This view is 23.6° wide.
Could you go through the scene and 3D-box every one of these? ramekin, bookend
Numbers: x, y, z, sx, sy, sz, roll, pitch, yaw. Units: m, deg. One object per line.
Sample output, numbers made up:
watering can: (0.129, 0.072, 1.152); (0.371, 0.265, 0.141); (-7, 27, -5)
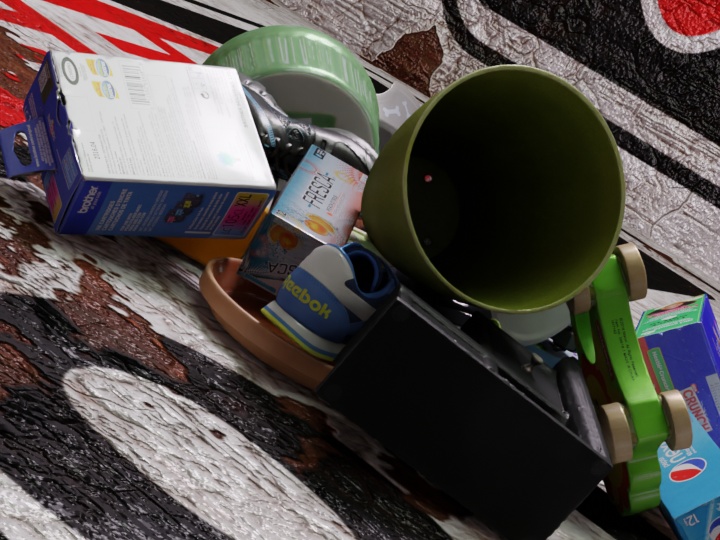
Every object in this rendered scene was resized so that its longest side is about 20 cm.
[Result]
ramekin: (-0.074, -0.131, 1.697); (0.200, 0.200, 0.098); (26, 20, -18)
bookend: (0.073, 0.080, 1.278); (0.199, 0.092, 0.200); (38, 15, -11)

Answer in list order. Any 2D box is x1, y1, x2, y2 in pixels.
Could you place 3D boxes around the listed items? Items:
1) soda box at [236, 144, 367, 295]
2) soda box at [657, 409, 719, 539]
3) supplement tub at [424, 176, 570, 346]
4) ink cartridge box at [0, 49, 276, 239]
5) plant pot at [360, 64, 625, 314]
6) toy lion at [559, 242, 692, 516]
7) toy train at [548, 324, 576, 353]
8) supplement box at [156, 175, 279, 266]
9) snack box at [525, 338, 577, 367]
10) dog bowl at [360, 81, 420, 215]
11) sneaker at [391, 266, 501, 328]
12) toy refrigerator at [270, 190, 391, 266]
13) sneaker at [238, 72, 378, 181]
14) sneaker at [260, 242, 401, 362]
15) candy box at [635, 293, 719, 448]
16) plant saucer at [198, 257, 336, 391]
soda box: (-0.044, -0.039, 1.453); (0.068, 0.064, 0.200); (30, 21, -3)
soda box: (0.283, 0.183, 1.483); (0.064, 0.068, 0.200); (62, 3, -16)
supplement tub: (0.115, -0.038, 1.564); (0.140, 0.141, 0.200); (18, 20, -44)
ink cartridge box: (-0.184, -0.100, 1.374); (0.199, 0.076, 0.137); (3, 51, -32)
plant pot: (0.081, -0.057, 1.376); (0.187, 0.188, 0.200); (26, -11, -19)
toy lion: (0.209, 0.098, 1.423); (0.192, 0.068, 0.201); (93, -16, -73)
toy train: (0.146, 0.024, 1.637); (0.046, 0.034, 0.200); (19, 14, -44)
supplement box: (-0.146, -0.071, 1.547); (0.126, 0.074, 0.200); (29, 12, -5)
snack box: (0.191, 0.096, 1.676); (0.168, 0.068, 0.200); (30, 13, 2)
dog bowl: (-0.028, -0.130, 1.832); (0.200, 0.200, 0.059); (23, 47, -31)
sneaker: (0.040, 0.027, 1.493); (0.200, 0.083, 0.072); (32, -21, 33)
toy refrigerator: (0.000, 0.000, 1.614); (0.200, 0.070, 0.076); (25, 13, -21)
sneaker: (-0.068, -0.106, 1.573); (0.200, 0.073, 0.082); (28, 28, 9)
sneaker: (0.007, 0.027, 1.331); (0.074, 0.082, 0.200); (35, 11, 27)
candy box: (0.328, 0.122, 1.679); (0.200, 0.077, 0.170); (-27, 98, -77)
plant saucer: (-0.041, 0.054, 1.377); (0.200, 0.032, 0.200); (28, 12, -7)
